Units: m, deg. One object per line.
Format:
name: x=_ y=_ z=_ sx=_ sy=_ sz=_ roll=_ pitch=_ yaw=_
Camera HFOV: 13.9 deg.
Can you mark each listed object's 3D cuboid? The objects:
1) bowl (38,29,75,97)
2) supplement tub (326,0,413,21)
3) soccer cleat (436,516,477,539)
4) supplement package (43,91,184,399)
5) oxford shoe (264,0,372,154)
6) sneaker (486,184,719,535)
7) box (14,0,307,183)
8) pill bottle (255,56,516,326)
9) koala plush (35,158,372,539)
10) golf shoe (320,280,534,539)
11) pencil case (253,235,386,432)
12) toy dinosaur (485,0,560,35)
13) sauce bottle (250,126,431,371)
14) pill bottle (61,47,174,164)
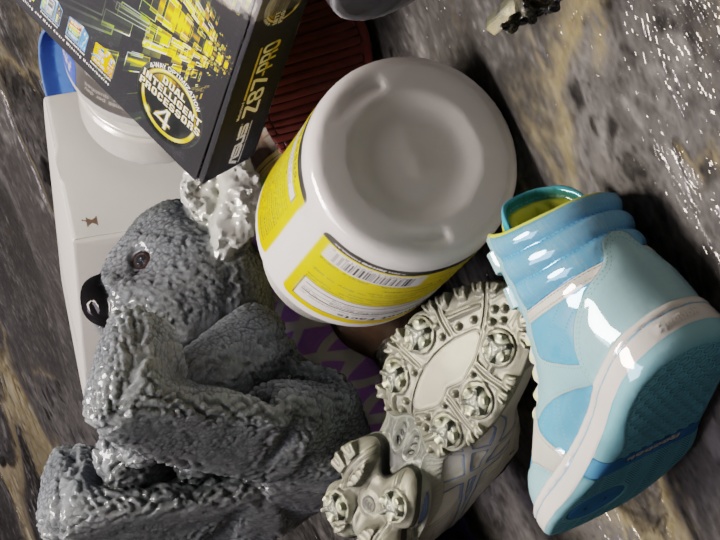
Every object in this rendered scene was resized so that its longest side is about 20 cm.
bowl: x=-0.172 y=-0.090 z=2.121 sx=0.201 sy=0.039 sz=0.201 roll=54 pitch=159 yaw=32
supplement tub: x=-0.030 y=-0.218 z=1.431 sx=0.200 sy=0.107 sz=0.107 roll=58 pitch=161 yaw=24
soccer cleat: x=0.020 y=0.110 z=1.810 sx=0.084 sy=0.065 sz=0.200 roll=-47 pitch=59 yaw=39
supplement package: x=-0.136 y=-0.017 z=1.935 sx=0.200 sy=0.119 sz=0.122 roll=92 pitch=166 yaw=-55
oxford shoe: x=-0.037 y=-0.151 z=1.627 sx=0.075 sy=0.070 sz=0.201 roll=-107 pitch=6 yaw=-67
sneaker: x=0.104 y=0.034 z=1.411 sx=0.131 sy=0.079 sz=0.200 roll=57 pitch=151 yaw=22
box: x=-0.118 y=-0.169 z=1.590 sx=0.200 sy=0.049 sz=0.161 roll=46 pitch=139 yaw=19
pill bottle: x=0.005 y=-0.033 z=1.552 sx=0.112 sy=0.111 sz=0.200 roll=64 pitch=162 yaw=7
koala plush: x=-0.092 y=0.044 z=1.694 sx=0.178 sy=0.183 sz=0.200 roll=117 pitch=149 yaw=-48
golf shoe: x=0.055 y=0.075 z=1.609 sx=0.078 sy=0.097 sz=0.200 roll=52 pitch=131 yaw=24
pencil case: x=-0.006 y=0.050 z=1.755 sx=0.200 sy=0.084 sz=0.086 roll=55 pitch=136 yaw=27
toy dinosaur: x=0.072 y=-0.160 z=1.308 sx=0.200 sy=0.047 sz=0.088 roll=84 pitch=170 yaw=-45
sauce bottle: x=0.000 y=0.000 z=1.694 sx=0.200 sy=0.065 sz=0.065 roll=57 pitch=160 yaw=24
pill bottle: x=-0.125 y=-0.158 z=1.771 sx=0.114 sy=0.114 sz=0.200 roll=57 pitch=160 yaw=27
